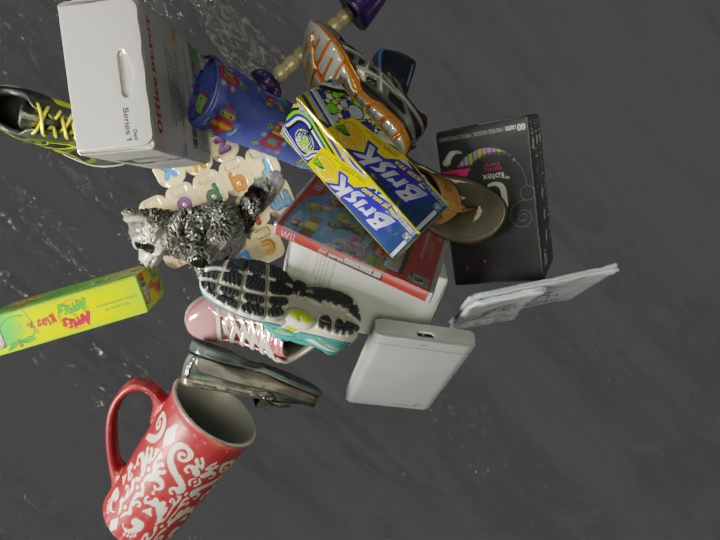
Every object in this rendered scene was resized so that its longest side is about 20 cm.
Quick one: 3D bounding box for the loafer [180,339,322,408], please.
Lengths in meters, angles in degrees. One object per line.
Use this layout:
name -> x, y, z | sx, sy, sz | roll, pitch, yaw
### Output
loafer -> -0.150, 0.158, 0.788 | 0.197, 0.072, 0.064 | 25, 82, -18

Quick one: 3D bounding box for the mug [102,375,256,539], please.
mug -> -0.265, 0.251, 0.786 | 0.177, 0.133, 0.202 | 40, 99, 19

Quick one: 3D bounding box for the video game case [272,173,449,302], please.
video game case -> 0.009, -0.046, 0.695 | 0.196, 0.144, 0.018 | 24, 127, 3

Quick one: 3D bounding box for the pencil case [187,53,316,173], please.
pencil case -> -0.116, -0.185, 0.696 | 0.198, 0.088, 0.078 | 15, 127, -42

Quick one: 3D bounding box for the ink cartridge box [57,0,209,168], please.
ink cartridge box -> -0.243, -0.198, 0.643 | 0.082, 0.200, 0.149 | -5, 96, 1

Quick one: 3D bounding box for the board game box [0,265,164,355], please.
board game box -> -0.364, 0.047, 0.731 | 0.196, 0.102, 0.049 | -16, 102, -4

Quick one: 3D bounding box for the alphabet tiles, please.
alphabet tiles -> -0.192, -0.088, 0.775 | 0.197, 0.015, 0.199 | -26, 100, -3

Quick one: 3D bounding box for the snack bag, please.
snack bag -> 0.224, 0.042, 0.773 | 0.195, 0.189, 0.022 | -12, 75, -2

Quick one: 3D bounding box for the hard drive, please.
hard drive -> 0.060, 0.134, 0.777 | 0.129, 0.027, 0.201 | 8, 144, -9

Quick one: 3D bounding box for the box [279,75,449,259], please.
box -> 0.004, -0.116, 0.650 | 0.200, 0.064, 0.070 | 48, 53, 2

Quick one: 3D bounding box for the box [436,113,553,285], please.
box -> 0.181, -0.094, 0.757 | 0.120, 0.106, 0.205 | -4, 104, 27

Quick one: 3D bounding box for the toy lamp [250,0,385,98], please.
toy lamp -> -0.051, -0.297, 0.735 | 0.199, 0.058, 0.058 | -42, 103, 3

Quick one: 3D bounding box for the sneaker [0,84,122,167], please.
sneaker -> -0.372, -0.174, 0.698 | 0.195, 0.085, 0.076 | 13, 100, -10

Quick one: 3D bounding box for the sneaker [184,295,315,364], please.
sneaker -> -0.141, 0.074, 0.764 | 0.195, 0.105, 0.077 | -2, 113, -8

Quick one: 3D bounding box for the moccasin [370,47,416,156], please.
moccasin -> 0.044, -0.187, 0.756 | 0.067, 0.080, 0.205 | 2, 102, -16

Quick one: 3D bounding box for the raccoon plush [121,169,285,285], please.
raccoon plush -> -0.208, -0.077, 0.744 | 0.133, 0.097, 0.201 | 36, 64, 2

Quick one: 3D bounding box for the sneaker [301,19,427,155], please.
sneaker -> 0.003, -0.221, 0.691 | 0.077, 0.078, 0.201 | -36, 87, -33

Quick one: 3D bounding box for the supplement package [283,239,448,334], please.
supplement package -> 0.000, 0.000, 0.748 | 0.196, 0.118, 0.119 | 13, 124, -10

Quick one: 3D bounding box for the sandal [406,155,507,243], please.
sandal -> 0.084, -0.095, 0.695 | 0.197, 0.055, 0.083 | 30, 103, 4

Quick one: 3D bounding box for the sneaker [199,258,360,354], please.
sneaker -> -0.097, 0.052, 0.671 | 0.197, 0.079, 0.080 | 23, 136, -12
